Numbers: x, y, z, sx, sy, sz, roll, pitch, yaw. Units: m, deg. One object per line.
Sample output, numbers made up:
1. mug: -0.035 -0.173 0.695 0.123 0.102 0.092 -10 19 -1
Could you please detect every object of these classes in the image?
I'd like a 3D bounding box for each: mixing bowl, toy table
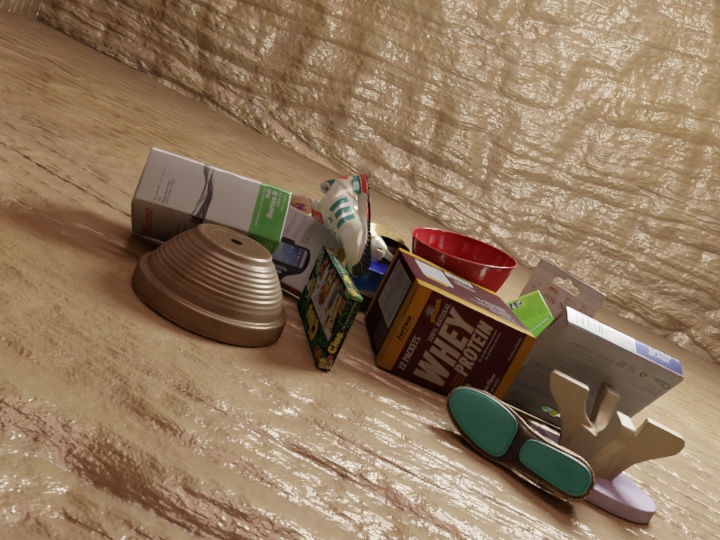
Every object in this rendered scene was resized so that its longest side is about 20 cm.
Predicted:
1. mixing bowl: 0.174 0.005 1.172 0.198 0.110 0.200 15 18 -5
2. toy table: 0.319 0.228 0.853 0.198 0.118 0.184 25 12 -1

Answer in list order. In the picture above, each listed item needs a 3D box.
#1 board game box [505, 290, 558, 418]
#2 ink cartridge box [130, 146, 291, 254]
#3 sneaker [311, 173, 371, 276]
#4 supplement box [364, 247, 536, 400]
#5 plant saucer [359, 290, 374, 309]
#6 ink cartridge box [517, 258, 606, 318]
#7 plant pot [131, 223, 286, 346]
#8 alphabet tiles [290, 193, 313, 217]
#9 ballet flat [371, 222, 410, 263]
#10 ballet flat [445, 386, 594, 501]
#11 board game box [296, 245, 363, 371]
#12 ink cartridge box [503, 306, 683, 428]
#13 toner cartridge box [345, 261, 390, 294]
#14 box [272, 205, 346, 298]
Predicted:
1. board game box: 0.301 0.140 1.073 0.030 0.095 0.202 93 -24 -64
2. ink cartridge box: -0.214 -0.082 0.908 0.198 0.085 0.146 17 -20 -16
3. sneaker: -0.030 -0.070 0.991 0.092 0.071 0.201 -2 51 3
4. supplement box: 0.128 0.086 0.989 0.196 0.134 0.200 24 13 -11
5. plant saucer: -0.006 0.026 1.190 0.198 0.035 0.200 25 14 -7
6. ink cartridge box: 0.391 0.101 1.307 0.160 0.202 0.047 36 17 37
7. plant pot: -0.174 0.004 0.808 0.199 0.093 0.201 26 12 -6
8. alphabet tiles: -0.141 -0.091 1.126 0.197 0.015 0.196 13 -25 2
9. ballet flat: 0.034 -0.043 1.132 0.063 0.069 0.199 46 21 23
10. ballet flat: 0.192 0.218 0.794 0.199 0.071 0.065 35 -12 23
11. board game box: -0.047 0.044 0.874 0.023 0.106 0.200 18 14 -19
12. ink cartridge box: 0.335 0.163 0.964 0.195 0.201 0.044 25 44 -8
13. toner cartridge box: 0.000 0.000 1.133 0.198 0.044 0.095 19 16 -28
14. box: -0.121 -0.039 1.023 0.198 0.120 0.042 28 -19 8
